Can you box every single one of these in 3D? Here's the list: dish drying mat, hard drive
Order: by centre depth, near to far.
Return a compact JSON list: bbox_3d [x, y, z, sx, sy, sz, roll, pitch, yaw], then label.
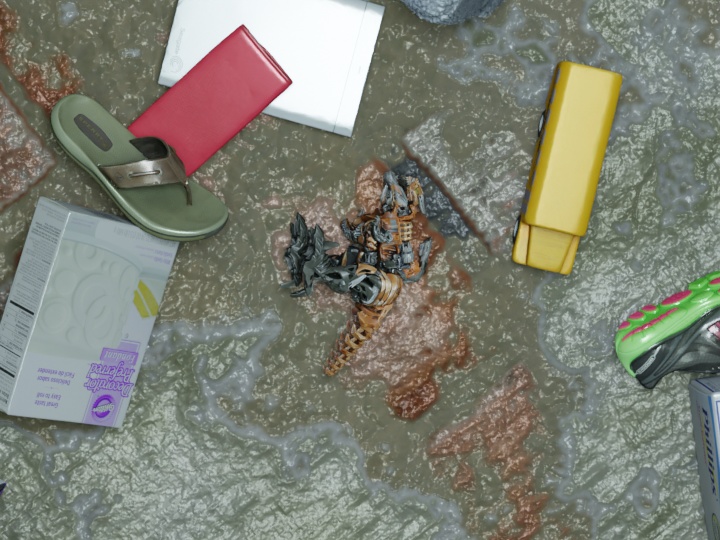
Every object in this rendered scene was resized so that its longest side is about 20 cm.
[{"bbox_3d":[-0.162,-0.148,1.659,0.200,0.018,0.077,-40,95,15],"label":"dish drying mat"},{"bbox_3d":[-0.088,-0.222,1.669,0.198,0.027,0.133,15,95,-2],"label":"hard drive"}]

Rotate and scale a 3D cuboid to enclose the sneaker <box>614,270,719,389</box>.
[{"bbox_3d":[0.351,0.056,1.685,0.198,0.077,0.084,-23,112,4],"label":"sneaker"}]

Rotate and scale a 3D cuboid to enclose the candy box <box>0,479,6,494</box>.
[{"bbox_3d":[-0.425,0.280,1.621,0.071,0.200,0.169,28,95,-3],"label":"candy box"}]

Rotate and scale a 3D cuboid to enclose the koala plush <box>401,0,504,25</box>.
[{"bbox_3d":[0.062,-0.349,1.613,0.199,0.183,0.179,31,107,18],"label":"koala plush"}]

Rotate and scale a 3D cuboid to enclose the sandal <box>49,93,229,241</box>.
[{"bbox_3d":[-0.212,-0.101,1.620,0.200,0.080,0.057,39,138,-2],"label":"sandal"}]

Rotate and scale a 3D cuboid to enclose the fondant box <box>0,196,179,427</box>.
[{"bbox_3d":[-0.269,0.043,1.633,0.058,0.144,0.202,23,97,42],"label":"fondant box"}]

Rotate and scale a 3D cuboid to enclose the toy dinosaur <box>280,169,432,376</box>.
[{"bbox_3d":[0.000,0.000,1.661,0.135,0.102,0.202,16,73,-19],"label":"toy dinosaur"}]

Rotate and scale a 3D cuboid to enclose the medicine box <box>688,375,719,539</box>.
[{"bbox_3d":[0.440,0.189,1.673,0.198,0.103,0.184,-8,95,0],"label":"medicine box"}]

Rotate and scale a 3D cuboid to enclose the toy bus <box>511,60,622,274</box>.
[{"bbox_3d":[0.201,-0.099,1.657,0.064,0.078,0.202,13,94,-2],"label":"toy bus"}]
